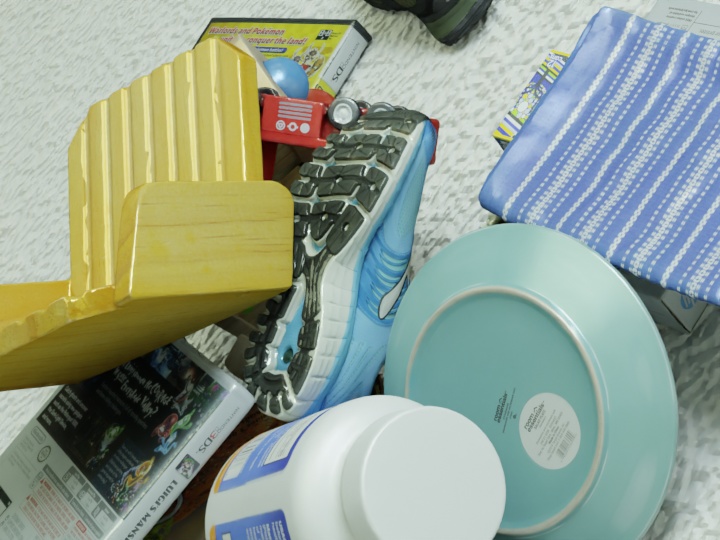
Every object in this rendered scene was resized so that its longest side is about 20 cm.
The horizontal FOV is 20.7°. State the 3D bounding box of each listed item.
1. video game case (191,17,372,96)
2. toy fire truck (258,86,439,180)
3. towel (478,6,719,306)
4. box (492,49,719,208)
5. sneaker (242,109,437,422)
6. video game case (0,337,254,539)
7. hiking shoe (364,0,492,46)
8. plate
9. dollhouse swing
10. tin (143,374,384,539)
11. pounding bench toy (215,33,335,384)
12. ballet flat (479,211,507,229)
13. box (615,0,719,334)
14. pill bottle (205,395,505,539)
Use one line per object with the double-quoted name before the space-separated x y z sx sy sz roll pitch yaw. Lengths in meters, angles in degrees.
"video game case" -0.102 -0.123 1.567 0.199 0.025 0.182 10 63 51
"toy fire truck" -0.007 -0.036 1.237 0.198 0.049 0.142 9 93 14
"towel" 0.161 -0.068 1.066 0.145 0.024 0.199 -54 39 -8
"box" 0.171 -0.065 1.125 0.199 0.064 0.070 24 74 50
"sneaker" 0.000 0.000 1.179 0.078 0.090 0.201 16 82 48
"video game case" -0.161 0.116 1.209 0.182 0.023 0.200 -50 27 -5
"hiking shoe" 0.024 -0.244 1.487 0.076 0.101 0.200 -47 35 -3
"plate" 0.083 0.075 1.078 0.199 0.025 0.202 5 97 41
"dollhouse swing" -0.161 -0.039 1.183 0.199 0.181 0.177 -23 77 39
"tin" -0.068 0.127 1.237 0.199 0.042 0.112 -30 28 -4
"pounding bench toy" -0.055 -0.032 1.338 0.156 0.124 0.201 -39 61 9
"ballet flat" 0.066 0.039 1.153 0.075 0.064 0.202 21 88 12
"box" 0.191 -0.070 1.198 0.155 0.041 0.201 22 74 52
"pill bottle" -0.002 0.129 1.065 0.113 0.112 0.200 -63 16 -22
